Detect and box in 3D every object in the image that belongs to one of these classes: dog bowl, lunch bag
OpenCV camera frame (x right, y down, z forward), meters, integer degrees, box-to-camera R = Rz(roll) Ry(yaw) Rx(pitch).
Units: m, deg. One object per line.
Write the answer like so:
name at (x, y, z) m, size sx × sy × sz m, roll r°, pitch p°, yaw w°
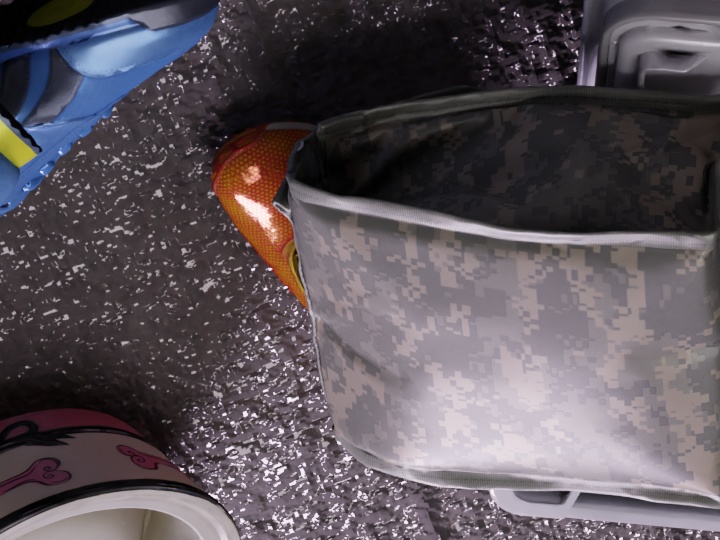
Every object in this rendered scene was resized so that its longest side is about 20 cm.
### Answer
dog bowl at (-0.162, 0.151, 1.395) m, size 0.199 × 0.074 × 0.201 m, roll -23°, pitch 143°, yaw -18°
lunch bag at (0.069, 0.008, 1.245) m, size 0.199 × 0.118 × 0.165 m, roll 3°, pitch 132°, yaw 15°

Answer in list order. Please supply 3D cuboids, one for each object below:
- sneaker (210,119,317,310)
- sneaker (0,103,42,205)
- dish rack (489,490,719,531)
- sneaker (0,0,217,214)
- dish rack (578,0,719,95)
sneaker at (0.000, 0.000, 1.333) m, size 0.073 × 0.077 × 0.200 m, roll -32°, pitch 133°, yaw 14°
sneaker at (-0.218, -0.089, 1.114) m, size 0.078 × 0.066 × 0.200 m, roll -43°, pitch 102°, yaw 2°
dish rack at (0.171, 0.057, 1.409) m, size 0.199 × 0.044 × 0.172 m, roll 8°, pitch 130°, yaw -27°
sneaker at (-0.145, -0.067, 1.201) m, size 0.199 × 0.066 × 0.079 m, roll -22°, pitch 112°, yaw 7°
dish rack at (0.181, -0.067, 1.271) m, size 0.171 × 0.044 × 0.200 m, roll 6°, pitch 154°, yaw 5°
